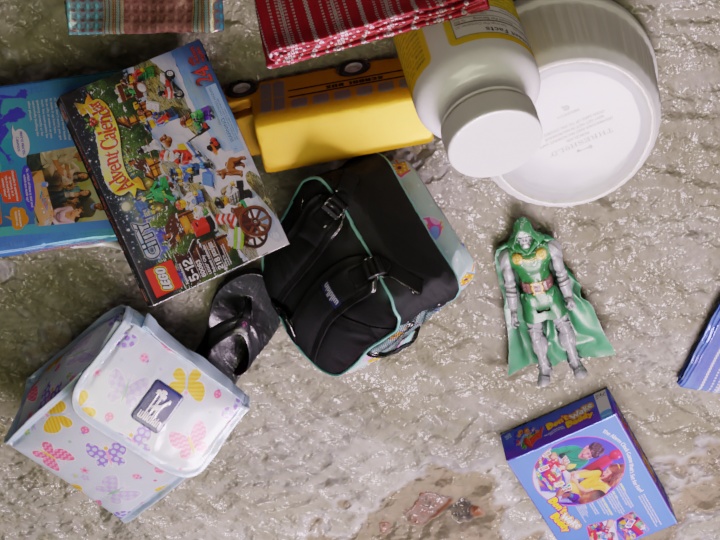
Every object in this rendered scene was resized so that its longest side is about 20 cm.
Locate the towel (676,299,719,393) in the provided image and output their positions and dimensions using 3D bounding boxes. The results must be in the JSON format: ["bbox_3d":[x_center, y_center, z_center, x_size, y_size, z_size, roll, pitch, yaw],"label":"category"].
[{"bbox_3d":[0.461,0.091,1.658,0.199,0.024,0.145,11,125,-14],"label":"towel"}]

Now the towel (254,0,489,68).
[{"bbox_3d":[0.004,-0.253,1.285,0.199,0.145,0.023,-15,146,4],"label":"towel"}]

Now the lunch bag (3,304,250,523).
[{"bbox_3d":[-0.236,0.142,1.543,0.169,0.127,0.200,40,121,-23],"label":"lunch bag"}]

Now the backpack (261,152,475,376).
[{"bbox_3d":[0.000,0.000,1.445,0.153,0.176,0.200,-24,165,-40],"label":"backpack"}]

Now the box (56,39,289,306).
[{"bbox_3d":[-0.166,-0.086,1.344,0.136,0.038,0.201,-25,94,-16],"label":"box"}]

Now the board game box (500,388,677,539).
[{"bbox_3d":[0.263,0.239,1.732,0.134,0.045,0.200,-25,125,12],"label":"board game box"}]

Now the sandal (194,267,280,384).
[{"bbox_3d":[-0.135,0.084,1.573,0.075,0.048,0.201,18,123,-17],"label":"sandal"}]

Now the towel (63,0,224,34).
[{"bbox_3d":[-0.187,-0.294,1.241,0.146,0.022,0.201,2,107,17],"label":"towel"}]

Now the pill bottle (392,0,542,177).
[{"bbox_3d":[0.090,-0.180,1.298,0.111,0.201,0.111,-9,143,-7],"label":"pill bottle"}]

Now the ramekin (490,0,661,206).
[{"bbox_3d":[0.187,-0.151,1.408,0.201,0.094,0.203,-3,126,-4],"label":"ramekin"}]

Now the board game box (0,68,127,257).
[{"bbox_3d":[-0.281,-0.095,1.372,0.199,0.045,0.153,-8,89,-5],"label":"board game box"}]

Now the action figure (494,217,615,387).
[{"bbox_3d":[0.187,0.029,1.568,0.118,0.055,0.201,-15,122,9],"label":"action figure"}]

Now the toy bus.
[{"bbox_3d":[-0.037,-0.142,1.400,0.199,0.078,0.065,-11,126,2],"label":"toy bus"}]

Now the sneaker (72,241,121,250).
[{"bbox_3d":[-0.284,-0.068,1.424,0.199,0.089,0.074,17,124,-16],"label":"sneaker"}]
